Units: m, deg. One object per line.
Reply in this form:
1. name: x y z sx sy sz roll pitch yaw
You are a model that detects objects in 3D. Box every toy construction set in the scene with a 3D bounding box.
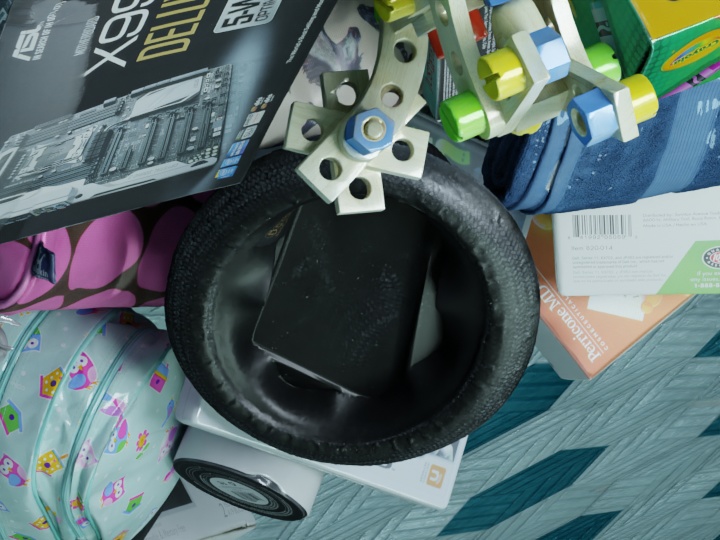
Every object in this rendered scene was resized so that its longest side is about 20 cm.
1. toy construction set: 0.036 -0.094 1.017 0.092 0.131 0.200 -24 -179 -30

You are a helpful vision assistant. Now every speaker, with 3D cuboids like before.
1. speaker: -0.031 0.032 1.395 0.081 0.081 0.200 89 21 -70

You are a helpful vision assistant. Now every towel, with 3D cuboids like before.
1. towel: 0.160 -0.079 1.220 0.200 0.049 0.112 -11 141 -24

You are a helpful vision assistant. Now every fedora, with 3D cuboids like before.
1. fedora: 0.000 0.000 1.245 0.201 0.201 0.092 -39 -158 32

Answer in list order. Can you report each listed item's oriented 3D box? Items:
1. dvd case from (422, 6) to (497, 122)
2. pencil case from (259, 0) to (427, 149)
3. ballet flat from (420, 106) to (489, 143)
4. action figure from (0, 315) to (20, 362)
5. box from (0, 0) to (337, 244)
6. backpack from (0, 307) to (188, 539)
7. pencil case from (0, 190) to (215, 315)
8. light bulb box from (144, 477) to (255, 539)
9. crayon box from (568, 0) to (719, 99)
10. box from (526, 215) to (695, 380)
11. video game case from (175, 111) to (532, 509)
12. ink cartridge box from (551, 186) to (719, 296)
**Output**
1. dvd case: 0.123 -0.145 1.165 0.200 0.022 0.146 -20 155 -9
2. pencil case: -0.039 -0.105 1.206 0.200 0.090 0.078 -17 -172 -26
3. ballet flat: 0.076 -0.092 1.424 0.072 0.072 0.200 -9 154 -44
4. action figure: -0.267 0.053 1.259 0.200 0.130 0.069 -14 117 0
5. box: -0.097 -0.088 1.007 0.158 0.050 0.200 -16 157 -29
6. backpack: -0.159 0.079 1.386 0.126 0.167 0.200 16 157 12
7. pencil case: -0.123 -0.025 1.302 0.200 0.091 0.094 -6 127 -53
8. light bulb box: -0.204 0.169 1.606 0.200 0.125 0.198 -32 172 16
9. crayon box: 0.114 -0.175 1.026 0.119 0.200 0.058 -21 160 -19
10. box: 0.164 -0.044 1.481 0.200 0.124 0.097 -40 -177 -5
11. video game case: 0.004 0.010 1.347 0.182 0.200 0.023 22 170 -37
12. ink cartridge box: 0.157 -0.084 1.334 0.117 0.067 0.200 -1 128 7
